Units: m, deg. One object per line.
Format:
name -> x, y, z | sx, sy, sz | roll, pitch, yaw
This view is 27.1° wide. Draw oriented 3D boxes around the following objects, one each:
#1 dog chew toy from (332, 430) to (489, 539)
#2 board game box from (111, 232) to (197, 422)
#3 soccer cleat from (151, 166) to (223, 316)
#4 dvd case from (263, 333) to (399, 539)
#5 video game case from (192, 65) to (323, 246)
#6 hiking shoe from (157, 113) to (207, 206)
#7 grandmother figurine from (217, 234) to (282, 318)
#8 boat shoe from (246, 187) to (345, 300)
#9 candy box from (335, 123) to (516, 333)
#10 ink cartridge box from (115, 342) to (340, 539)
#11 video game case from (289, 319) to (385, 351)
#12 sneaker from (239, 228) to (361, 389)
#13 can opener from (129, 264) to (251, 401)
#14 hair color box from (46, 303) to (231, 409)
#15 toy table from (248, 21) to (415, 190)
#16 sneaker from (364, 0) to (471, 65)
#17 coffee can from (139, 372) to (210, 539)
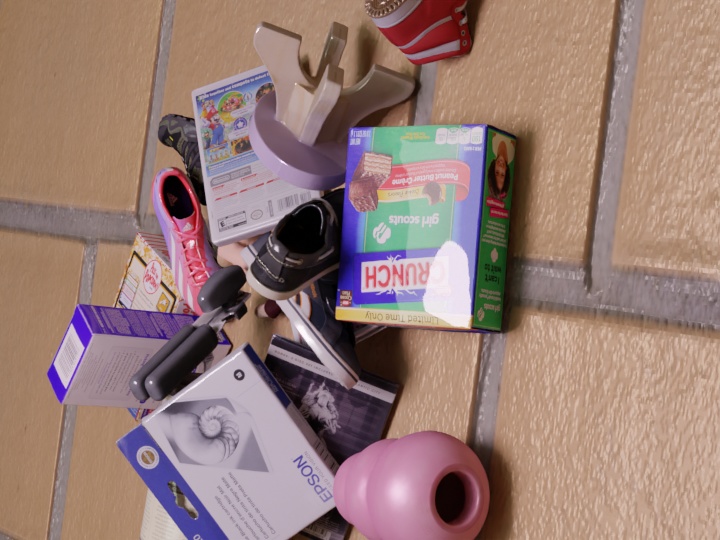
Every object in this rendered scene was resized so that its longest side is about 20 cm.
dog chew toy -> 0.040, 0.223, 1.500 | 0.199, 0.123, 0.127 | -7, 79, 58
board game box -> -0.277, 0.074, 1.965 | 0.151, 0.046, 0.202 | 42, 116, 46
soccer cleat -> -0.207, -0.031, 1.833 | 0.076, 0.066, 0.203 | 150, 101, -81
dvd case -> -0.058, 0.187, 1.627 | 0.147, 0.016, 0.202 | 21, 105, 5
video game case -> -0.122, -0.142, 1.768 | 0.141, 0.018, 0.203 | -17, 69, 17
hiking shoe -> -0.202, -0.136, 1.883 | 0.199, 0.075, 0.102 | 20, 97, 49
grandmother figurine -> -0.101, 0.000, 1.754 | 0.199, 0.060, 0.123 | 27, 114, 52
boat shoe -> -0.043, -0.040, 1.538 | 0.071, 0.200, 0.068 | 31, 126, 13
candy box -> 0.065, -0.042, 1.511 | 0.167, 0.077, 0.203 | 2, 87, 34
ink cartridge box -> -0.142, 0.214, 1.617 | 0.199, 0.041, 0.200 | -37, 94, 15
video game case -> 0.000, 0.000, 1.616 | 0.199, 0.018, 0.145 | -29, 61, 26
sneaker -> -0.046, 0.029, 1.579 | 0.079, 0.079, 0.201 | -37, 66, -2
can opener -> -0.195, 0.072, 1.710 | 0.052, 0.200, 0.067 | -5, 124, 40
hair color box -> -0.270, 0.109, 1.830 | 0.110, 0.198, 0.065 | -61, 43, 24
toy table -> -0.043, -0.186, 1.631 | 0.201, 0.181, 0.118 | -107, 35, -55
sneaker -> 0.103, -0.302, 1.555 | 0.200, 0.113, 0.071 | -43, 44, 0
coffee can -> -0.172, 0.232, 1.731 | 0.146, 0.145, 0.203 | 15, 95, 51
